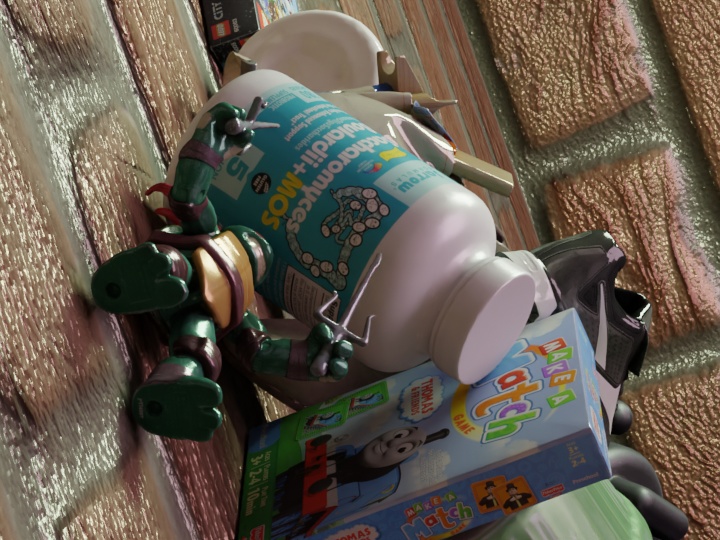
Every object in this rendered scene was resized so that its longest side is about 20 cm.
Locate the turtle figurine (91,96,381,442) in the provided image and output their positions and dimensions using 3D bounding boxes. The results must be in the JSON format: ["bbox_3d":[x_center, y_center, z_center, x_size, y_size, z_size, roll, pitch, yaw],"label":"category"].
[{"bbox_3d":[-0.068,0.005,1.414,0.150,0.100,0.200,55,26,-7],"label":"turtle figurine"}]

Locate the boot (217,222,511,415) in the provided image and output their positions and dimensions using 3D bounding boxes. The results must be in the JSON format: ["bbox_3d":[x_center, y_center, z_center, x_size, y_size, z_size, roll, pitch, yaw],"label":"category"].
[{"bbox_3d":[0.025,0.026,1.622,0.200,0.146,0.070,25,25,-52],"label":"boot"}]

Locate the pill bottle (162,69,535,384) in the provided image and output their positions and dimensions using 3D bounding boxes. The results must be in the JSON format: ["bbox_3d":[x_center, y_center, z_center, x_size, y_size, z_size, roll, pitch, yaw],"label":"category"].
[{"bbox_3d":[-0.003,-0.018,1.527,0.200,0.111,0.111,33,-7,23],"label":"pill bottle"}]

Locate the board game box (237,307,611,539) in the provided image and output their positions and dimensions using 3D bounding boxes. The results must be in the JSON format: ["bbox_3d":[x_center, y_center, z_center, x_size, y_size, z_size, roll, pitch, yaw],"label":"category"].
[{"bbox_3d":[0.033,0.098,1.503,0.151,0.199,0.037,-89,157,-67],"label":"board game box"}]

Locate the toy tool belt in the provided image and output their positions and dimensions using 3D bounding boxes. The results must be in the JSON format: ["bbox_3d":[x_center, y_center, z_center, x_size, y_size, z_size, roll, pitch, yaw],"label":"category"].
[{"bbox_3d":[0.000,-0.070,1.696,0.200,0.122,0.126,32,-57,59],"label":"toy tool belt"}]

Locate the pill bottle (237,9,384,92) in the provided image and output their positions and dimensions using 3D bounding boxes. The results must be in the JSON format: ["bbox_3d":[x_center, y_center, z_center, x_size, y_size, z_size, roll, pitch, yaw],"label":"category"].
[{"bbox_3d":[-0.013,-0.076,1.868,0.200,0.110,0.111,62,12,-58],"label":"pill bottle"}]

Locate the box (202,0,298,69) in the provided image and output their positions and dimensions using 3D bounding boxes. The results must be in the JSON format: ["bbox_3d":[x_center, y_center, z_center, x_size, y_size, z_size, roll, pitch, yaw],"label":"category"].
[{"bbox_3d":[-0.077,-0.191,1.962,0.137,0.038,0.201,61,13,-50],"label":"box"}]

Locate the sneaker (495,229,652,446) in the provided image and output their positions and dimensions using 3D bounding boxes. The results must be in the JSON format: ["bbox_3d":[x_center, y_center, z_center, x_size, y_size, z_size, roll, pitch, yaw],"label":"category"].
[{"bbox_3d":[0.134,0.055,1.629,0.067,0.090,0.201,50,-20,46],"label":"sneaker"}]

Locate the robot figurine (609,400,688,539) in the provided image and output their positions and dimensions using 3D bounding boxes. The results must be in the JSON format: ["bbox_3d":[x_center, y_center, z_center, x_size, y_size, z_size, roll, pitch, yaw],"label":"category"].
[{"bbox_3d":[0.141,0.176,2.060,0.150,0.199,0.125,-34,123,-35],"label":"robot figurine"}]

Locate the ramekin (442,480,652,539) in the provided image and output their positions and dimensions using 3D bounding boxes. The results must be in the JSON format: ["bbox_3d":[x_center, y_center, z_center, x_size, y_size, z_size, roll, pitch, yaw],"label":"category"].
[{"bbox_3d":[0.053,0.156,1.552,0.098,0.199,0.200,59,13,-24],"label":"ramekin"}]
